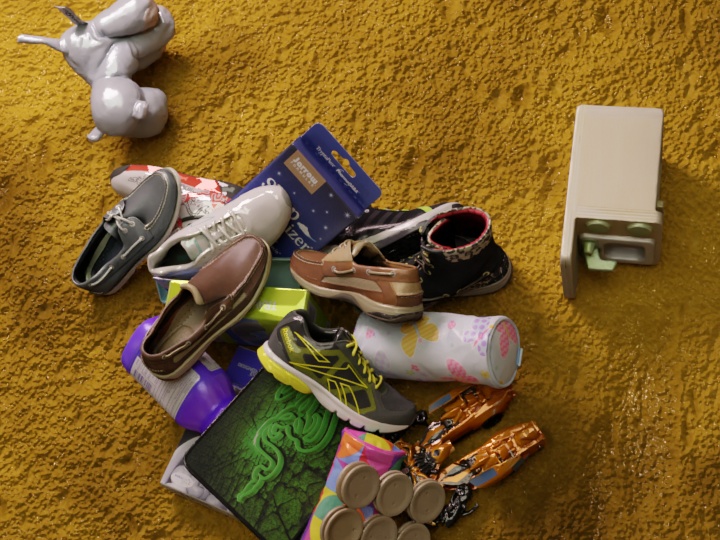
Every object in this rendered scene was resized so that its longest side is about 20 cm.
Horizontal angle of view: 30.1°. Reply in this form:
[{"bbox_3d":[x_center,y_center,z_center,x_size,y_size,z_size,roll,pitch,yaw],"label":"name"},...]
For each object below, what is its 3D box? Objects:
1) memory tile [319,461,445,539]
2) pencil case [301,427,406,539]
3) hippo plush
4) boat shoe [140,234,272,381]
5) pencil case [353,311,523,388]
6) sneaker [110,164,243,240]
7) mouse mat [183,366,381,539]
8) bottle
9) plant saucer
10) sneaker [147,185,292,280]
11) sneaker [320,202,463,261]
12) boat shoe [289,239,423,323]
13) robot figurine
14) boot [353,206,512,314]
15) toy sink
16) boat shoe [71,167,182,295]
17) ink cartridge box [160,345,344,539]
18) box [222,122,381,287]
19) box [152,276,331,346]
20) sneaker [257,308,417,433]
[{"bbox_3d":[0.009,0.314,1.470,0.017,0.152,0.202,23,94,53],"label":"memory tile"},{"bbox_3d":[-0.017,0.279,1.507,0.088,0.088,0.202,23,93,20],"label":"pencil case"},{"bbox_3d":[-0.310,-0.262,1.773,0.159,0.200,0.162,-31,72,23],"label":"hippo plush"},{"bbox_3d":[-0.177,0.036,1.540,0.074,0.075,0.203,31,76,22],"label":"boat shoe"},{"bbox_3d":[0.086,0.092,1.558,0.199,0.091,0.084,1,63,34],"label":"pencil case"},{"bbox_3d":[-0.247,-0.069,1.738,0.199,0.067,0.109,10,69,14],"label":"sneaker"},{"bbox_3d":[-0.087,0.201,1.547,0.161,0.008,0.200,43,67,-2],"label":"mouse mat"},{"bbox_3d":[-0.195,0.144,1.590,0.200,0.065,0.084,41,116,18],"label":"bottle"},{"bbox_3d":[-0.166,0.011,1.686,0.198,0.070,0.019,1,31,18],"label":"plant saucer"},{"bbox_3d":[-0.170,-0.037,1.616,0.199,0.080,0.071,-29,87,19],"label":"sneaker"},{"bbox_3d":[0.031,-0.057,1.669,0.198,0.072,0.083,-21,64,3],"label":"sneaker"},{"bbox_3d":[0.000,0.000,1.566,0.199,0.075,0.075,20,111,40],"label":"boat shoe"},{"bbox_3d":[0.106,0.208,1.553,0.199,0.058,0.146,-31,63,-1],"label":"robot figurine"},{"bbox_3d":[0.075,-0.011,1.595,0.202,0.154,0.074,-13,66,8],"label":"boot"},{"bbox_3d":[0.303,-0.075,1.584,0.111,0.131,0.202,5,69,14],"label":"toy sink"},{"bbox_3d":[-0.298,-0.049,1.701,0.200,0.062,0.073,-51,62,20],"label":"boat shoe"},{"bbox_3d":[-0.112,0.205,1.612,0.197,0.043,0.201,19,73,19],"label":"ink cartridge box"},{"bbox_3d":[-0.080,-0.077,1.639,0.121,0.032,0.200,47,122,-6],"label":"box"},{"bbox_3d":[-0.146,0.054,1.636,0.198,0.122,0.048,5,71,14],"label":"box"},{"bbox_3d":[-0.018,0.115,1.530,0.199,0.075,0.085,27,107,-7],"label":"sneaker"}]
